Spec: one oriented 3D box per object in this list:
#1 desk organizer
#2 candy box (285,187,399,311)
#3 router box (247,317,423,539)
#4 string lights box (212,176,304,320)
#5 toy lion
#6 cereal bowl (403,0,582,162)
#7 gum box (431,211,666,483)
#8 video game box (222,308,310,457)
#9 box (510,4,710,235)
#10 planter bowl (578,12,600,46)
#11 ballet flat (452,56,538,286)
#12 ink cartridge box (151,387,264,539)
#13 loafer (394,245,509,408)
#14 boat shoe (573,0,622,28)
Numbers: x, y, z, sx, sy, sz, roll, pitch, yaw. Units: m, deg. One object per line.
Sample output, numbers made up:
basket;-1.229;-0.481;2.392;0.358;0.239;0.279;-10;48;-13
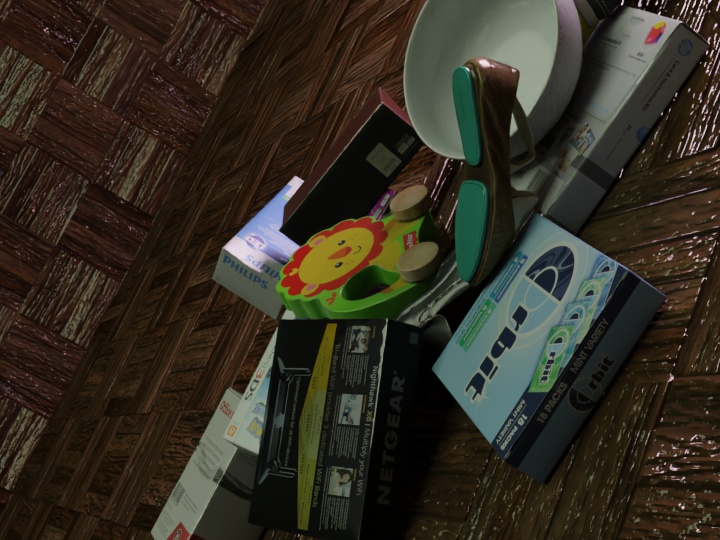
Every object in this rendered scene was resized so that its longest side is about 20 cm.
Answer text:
desk organizer;-0.011;-0.115;1.378;0.200;0.071;0.077;-49;17;18
candy box;-0.006;-0.005;1.397;0.202;0.061;0.136;-60;19;1
router box;-0.025;0.147;1.073;0.156;0.052;0.203;-2;75;46
string lights box;-0.097;-0.034;1.501;0.200;0.102;0.059;-50;-11;-49
toy lion;0.000;0.000;1.202;0.190;0.069;0.201;-23;28;10
cereal bowl;0.138;-0.199;1.111;0.199;0.083;0.203;-11;75;47
gum box;0.146;0.054;0.942;0.171;0.044;0.200;-57;18;6
video game box;-0.035;0.125;1.191;0.199;0.047;0.184;12;73;46
box;0.218;-0.146;1.065;0.201;0.041;0.156;-57;19;10
planter bowl;0.158;-0.232;1.229;0.200;0.083;0.202;-40;37;38
ballet flat;0.122;-0.088;1.019;0.068;0.071;0.203;-156;61;-68
ink cartridge box;-0.154;0.255;1.351;0.202;0.082;0.147;-62;19;-5
loafer;0.078;0.057;1.076;0.201;0.072;0.072;-58;23;7
boat shoe;0.213;-0.325;1.133;0.062;0.073;0.202;-30;52;18
